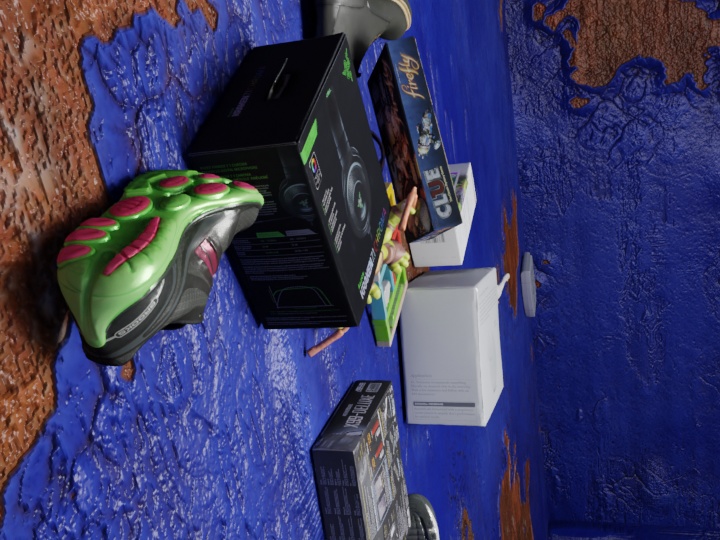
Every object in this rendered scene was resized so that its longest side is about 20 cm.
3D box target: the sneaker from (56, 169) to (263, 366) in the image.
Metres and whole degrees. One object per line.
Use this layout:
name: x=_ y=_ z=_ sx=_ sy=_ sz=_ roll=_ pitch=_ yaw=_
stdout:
sneaker: x=-0.123 y=-0.009 z=0.496 sx=0.200 sy=0.076 sz=0.084 roll=-52 pitch=153 yaw=-59

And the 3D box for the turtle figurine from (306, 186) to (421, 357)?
turtle figurine: x=0.000 y=0.000 z=0.840 sx=0.201 sy=0.064 sz=0.161 roll=-60 pitch=170 yaw=0

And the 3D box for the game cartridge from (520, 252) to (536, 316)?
game cartridge: x=0.585 y=0.055 z=2.729 sx=0.134 sy=0.040 sz=0.201 roll=-74 pitch=155 yaw=-53

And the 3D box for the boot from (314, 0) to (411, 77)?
boot: x=-0.005 y=-0.257 z=0.889 sx=0.199 sy=0.077 sz=0.140 roll=6 pitch=87 yaw=-60

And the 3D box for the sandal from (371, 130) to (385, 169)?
sandal: x=-0.004 y=-0.118 z=0.870 sx=0.207 sy=0.059 sz=0.080 roll=-36 pitch=122 yaw=-69

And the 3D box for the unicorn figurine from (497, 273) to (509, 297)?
unicorn figurine: x=0.266 y=0.057 z=1.661 sx=0.138 sy=0.073 sz=0.202 roll=-51 pitch=142 yaw=-49

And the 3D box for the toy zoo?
toy zoo: x=0.029 y=-0.020 z=1.006 sx=0.132 sy=0.020 sz=0.201 roll=-70 pitch=156 yaw=-50

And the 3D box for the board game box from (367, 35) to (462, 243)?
board game box: x=0.056 y=-0.136 z=0.870 sx=0.135 sy=0.034 sz=0.202 roll=149 pitch=-73 yaw=-81

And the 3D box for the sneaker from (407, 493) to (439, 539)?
sneaker: x=0.069 y=0.369 z=1.040 sx=0.085 sy=0.074 sz=0.202 roll=-68 pitch=159 yaw=-64

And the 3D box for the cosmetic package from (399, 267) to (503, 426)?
cosmetic package: x=0.141 y=0.108 z=1.194 sx=0.199 sy=0.122 sz=0.202 roll=-23 pitch=111 yaw=-71

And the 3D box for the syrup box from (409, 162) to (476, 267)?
syrup box: x=0.134 y=-0.094 z=1.270 sx=0.201 sy=0.078 sz=0.082 roll=-68 pitch=150 yaw=-51

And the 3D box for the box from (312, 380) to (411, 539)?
box: x=0.007 y=0.248 z=0.876 sx=0.158 sy=0.049 sz=0.202 roll=-49 pitch=134 yaw=-64

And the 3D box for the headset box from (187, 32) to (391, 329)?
headset box: x=-0.050 y=-0.081 z=0.672 sx=0.175 sy=0.092 sz=0.201 roll=-73 pitch=154 yaw=-47
